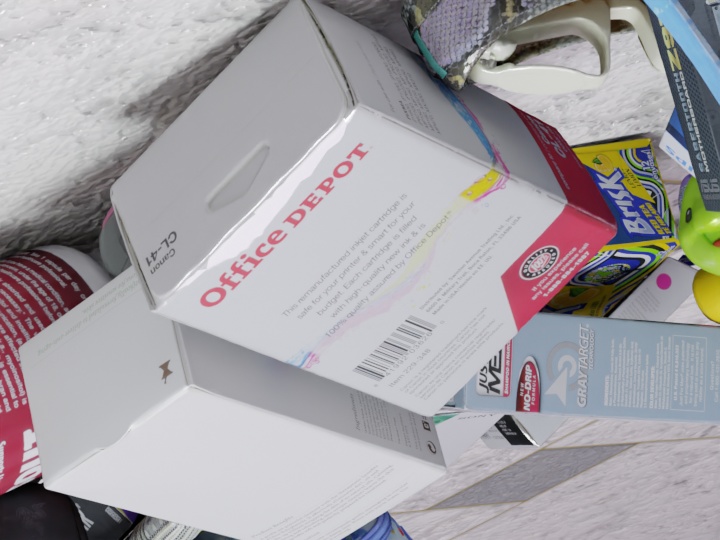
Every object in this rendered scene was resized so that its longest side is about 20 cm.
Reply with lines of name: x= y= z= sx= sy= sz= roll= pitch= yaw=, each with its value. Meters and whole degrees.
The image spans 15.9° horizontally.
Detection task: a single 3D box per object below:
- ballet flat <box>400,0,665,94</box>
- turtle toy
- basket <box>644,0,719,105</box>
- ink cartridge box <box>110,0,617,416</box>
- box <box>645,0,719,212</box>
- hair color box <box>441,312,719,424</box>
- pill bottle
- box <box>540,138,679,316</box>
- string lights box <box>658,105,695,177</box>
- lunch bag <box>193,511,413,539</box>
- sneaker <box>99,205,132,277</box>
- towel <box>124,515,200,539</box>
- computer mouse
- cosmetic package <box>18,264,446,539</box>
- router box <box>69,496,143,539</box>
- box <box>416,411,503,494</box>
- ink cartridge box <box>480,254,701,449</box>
ballet flat: x=0.119 y=-0.121 z=1.225 sx=0.199 sy=0.073 sz=0.072 roll=-14 pitch=163 yaw=-16
turtle toy: x=0.244 y=-0.043 z=1.506 sx=0.145 sy=0.101 sz=0.200 roll=-29 pitch=-170 yaw=31
basket: x=0.193 y=-0.149 z=1.047 sx=0.199 sy=0.177 sz=0.139 roll=-33 pitch=169 yaw=-19
ink cartridge box: x=0.003 y=-0.027 z=1.239 sx=0.148 sy=0.086 sz=0.199 roll=-44 pitch=137 yaw=21
box: x=0.231 y=-0.128 z=1.159 sx=0.199 sy=0.159 sz=0.051 roll=-17 pitch=-176 yaw=-7
hair color box: x=0.122 y=0.057 z=1.524 sx=0.199 sy=0.061 sz=0.099 roll=4 pitch=176 yaw=-29
pill bottle: x=-0.184 y=0.054 z=1.348 sx=0.199 sy=0.113 sz=0.113 roll=-24 pitch=170 yaw=-36
box: x=0.122 y=-0.006 z=1.589 sx=0.064 sy=0.071 sz=0.200 roll=-7 pitch=160 yaw=-21
string lights box: x=0.212 y=-0.109 z=1.292 sx=0.103 sy=0.059 sz=0.200 roll=-48 pitch=171 yaw=-10
lunch bag: x=-0.046 y=0.190 z=1.457 sx=0.161 sy=0.083 sz=0.200 roll=-44 pitch=-161 yaw=-10
sneaker: x=-0.040 y=-0.029 z=1.362 sx=0.199 sy=0.080 sz=0.095 roll=-15 pitch=175 yaw=-7
towel: x=-0.081 y=0.122 z=1.501 sx=0.200 sy=0.035 sz=0.193 roll=-47 pitch=179 yaw=-38
computer mouse: x=-0.219 y=0.132 z=1.384 sx=0.139 sy=0.046 sz=0.200 roll=-4 pitch=-169 yaw=-15
cosmetic package: x=-0.062 y=0.072 z=1.302 sx=0.107 sy=0.085 sz=0.199 roll=-33 pitch=145 yaw=27
router box: x=-0.124 y=0.104 z=1.561 sx=0.157 sy=0.052 sz=0.200 roll=-47 pitch=180 yaw=-24
box: x=0.001 y=0.111 z=1.692 sx=0.143 sy=0.037 sz=0.200 roll=-5 pitch=160 yaw=-18
ink cartridge box: x=0.161 y=0.042 z=1.723 sx=0.200 sy=0.037 sz=0.095 roll=-41 pitch=-172 yaw=-16
